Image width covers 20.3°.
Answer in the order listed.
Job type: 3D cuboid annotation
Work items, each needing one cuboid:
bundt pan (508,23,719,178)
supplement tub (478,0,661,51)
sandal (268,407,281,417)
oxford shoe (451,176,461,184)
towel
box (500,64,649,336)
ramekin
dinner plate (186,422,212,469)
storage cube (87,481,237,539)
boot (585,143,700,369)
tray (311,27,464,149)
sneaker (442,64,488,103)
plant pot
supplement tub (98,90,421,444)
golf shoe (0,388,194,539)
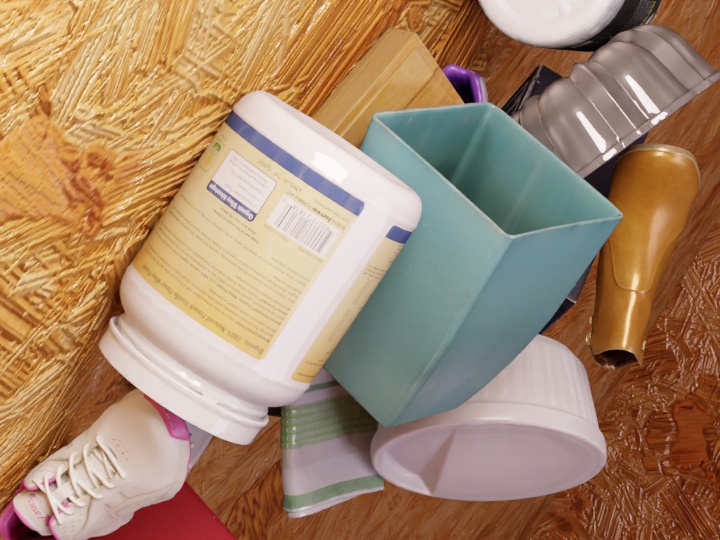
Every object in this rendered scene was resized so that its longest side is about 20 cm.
[{"bbox_3d":[0.180,-0.122,1.561,0.202,0.076,0.202,-36,177,-2],"label":"bundt pan"},{"bbox_3d":[0.172,-0.236,1.599,0.123,0.122,0.200,-58,165,14],"label":"supplement tub"},{"bbox_3d":[-0.042,0.085,1.778,0.201,0.080,0.057,-31,121,-56],"label":"sandal"},{"bbox_3d":[0.072,-0.001,1.557,0.075,0.058,0.200,-13,112,-42],"label":"oxford shoe"},{"bbox_3d":[-0.020,0.100,1.704,0.149,0.031,0.200,-9,101,-62],"label":"towel"},{"bbox_3d":[0.134,-0.037,1.760,0.199,0.123,0.200,-64,-172,-30],"label":"box"},{"bbox_3d":[0.109,0.123,1.729,0.202,0.202,0.094,93,-3,-65],"label":"ramekin"},{"bbox_3d":[-0.157,0.142,1.607,0.200,0.024,0.200,-51,166,-18],"label":"dinner plate"},{"bbox_3d":[-0.167,0.298,1.558,0.200,0.180,0.171,-32,155,-30],"label":"storage cube"},{"bbox_3d":[0.225,-0.004,1.616,0.201,0.071,0.144,90,11,-68],"label":"boot"},{"bbox_3d":[-0.005,-0.072,1.476,0.200,0.037,0.099,-50,128,-15],"label":"tray"},{"bbox_3d":[0.045,-0.094,1.623,0.200,0.080,0.089,-52,162,-32],"label":"sneaker"},{"bbox_3d":[0.056,0.004,1.438,0.141,0.141,0.200,-10,137,-49],"label":"plant pot"},{"bbox_3d":[-0.068,-0.001,1.319,0.200,0.144,0.144,-56,166,5],"label":"supplement tub"},{"bbox_3d":[-0.182,0.146,1.373,0.091,0.075,0.200,-25,167,-39],"label":"golf shoe"}]
